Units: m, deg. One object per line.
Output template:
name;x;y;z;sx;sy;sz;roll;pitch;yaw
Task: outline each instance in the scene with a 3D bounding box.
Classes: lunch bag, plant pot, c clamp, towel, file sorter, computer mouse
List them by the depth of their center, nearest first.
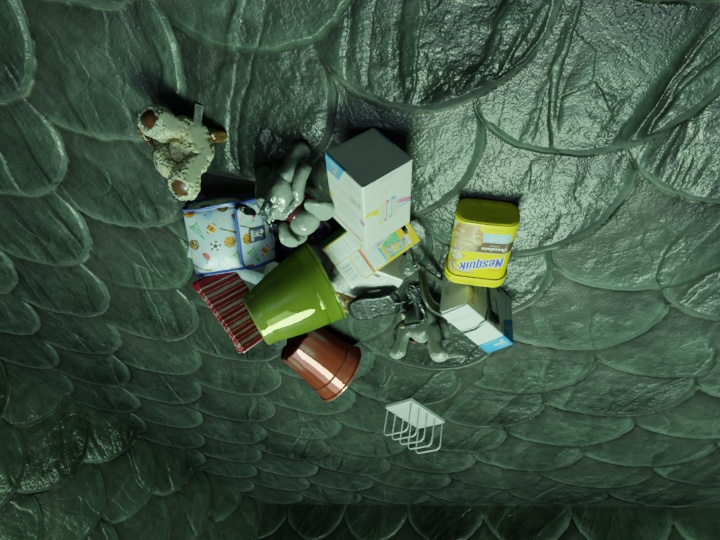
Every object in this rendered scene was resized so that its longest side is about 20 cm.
computer mouse;-0.217;-0.112;1.224;0.058;0.034;0.199;32;-174;34
plant pot;-0.163;0.069;1.249;0.191;0.201;0.202;-29;139;-8
lunch bag;-0.306;-0.088;1.274;0.196;0.124;0.173;-8;111;-11
towel;-0.299;0.088;1.281;0.022;0.144;0.201;-35;90;31
c clamp;0.184;0.033;1.334;0.027;0.173;0.199;-23;144;26
computer mouse;0.074;0.097;1.369;0.197;0.046;0.142;-16;126;17
plant pot;-0.132;0.269;1.679;0.195;0.202;0.200;40;136;-19
file sorter;0.201;0.594;2.028;0.199;0.126;0.138;37;137;-28

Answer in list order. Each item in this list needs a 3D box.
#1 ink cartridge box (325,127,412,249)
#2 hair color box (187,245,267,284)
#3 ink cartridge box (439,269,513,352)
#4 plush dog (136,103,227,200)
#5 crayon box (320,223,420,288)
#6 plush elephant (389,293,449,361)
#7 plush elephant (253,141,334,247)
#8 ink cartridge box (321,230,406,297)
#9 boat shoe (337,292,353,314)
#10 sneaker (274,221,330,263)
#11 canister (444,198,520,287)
ink cartridge box;0.019;-0.158;1.101;0.129;0.124;0.201;46;157;31
hair color box;-0.337;-0.051;1.396;0.197;0.100;0.061;24;143;-13
ink cartridge box;0.296;0.090;1.351;0.084;0.146;0.199;-27;128;38
plush dog;-0.390;-0.255;1.154;0.170;0.160;0.203;-7;112;45
crayon box;0.023;-0.067;1.243;0.199;0.052;0.126;-34;115;7
plush elephant;0.179;0.157;1.462;0.162;0.204;0.154;-10;161;28
plush elephant;-0.140;-0.145;1.155;0.163;0.202;0.154;-27;131;31
ink cartridge box;0.000;0.000;1.375;0.197;0.084;0.147;19;143;-8
boat shoe;-0.048;0.066;1.479;0.198;0.072;0.068;26;114;-33
sneaker;-0.148;-0.069;1.332;0.080;0.084;0.199;34;137;-26
canister;0.273;-0.062;1.218;0.146;0.088;0.202;7;140;7
